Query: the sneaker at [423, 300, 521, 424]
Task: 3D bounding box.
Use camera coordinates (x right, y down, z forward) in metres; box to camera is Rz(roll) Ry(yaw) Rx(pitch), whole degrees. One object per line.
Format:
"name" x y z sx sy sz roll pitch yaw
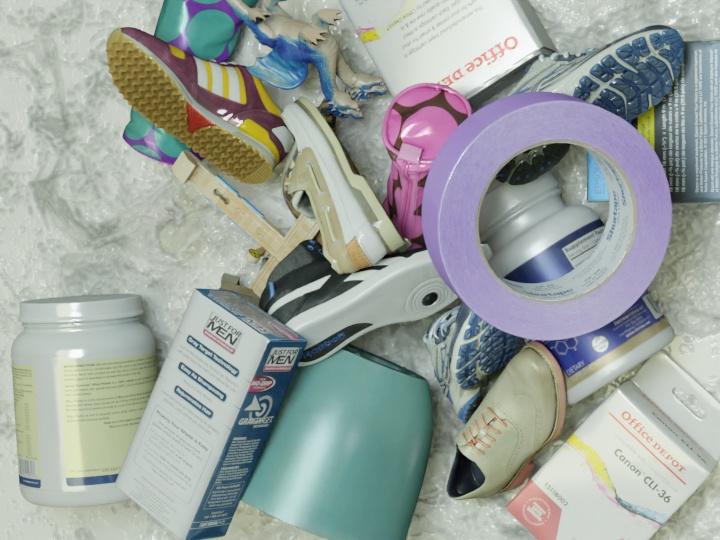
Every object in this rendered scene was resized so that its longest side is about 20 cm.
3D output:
"sneaker" 0.092 0.067 1.464 0.077 0.200 0.085 -31 63 -20

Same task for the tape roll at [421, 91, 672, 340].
"tape roll" 0.154 -0.046 1.330 0.200 0.066 0.201 -2 103 -11

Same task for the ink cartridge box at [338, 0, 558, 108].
"ink cartridge box" 0.071 -0.249 1.492 0.145 0.084 0.200 -31 83 18

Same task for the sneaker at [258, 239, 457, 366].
"sneaker" 0.000 0.000 1.456 0.200 0.073 0.112 -23 46 -8

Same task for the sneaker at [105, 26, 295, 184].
"sneaker" -0.149 -0.171 1.515 0.200 0.090 0.075 41 140 -13

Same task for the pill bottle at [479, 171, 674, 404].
"pill bottle" 0.184 0.009 1.452 0.120 0.120 0.200 -35 82 18

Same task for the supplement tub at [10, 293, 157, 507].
"supplement tub" -0.276 0.128 1.605 0.145 0.145 0.201 -2 93 19

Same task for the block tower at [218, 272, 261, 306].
"block tower" -0.140 0.097 1.540 0.058 0.200 0.054 15 141 5

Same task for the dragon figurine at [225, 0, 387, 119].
"dragon figurine" -0.070 -0.210 1.502 0.200 0.059 0.100 23 143 11

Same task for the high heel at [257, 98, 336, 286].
"high heel" -0.009 -0.056 1.546 0.142 0.071 0.200 18 102 11

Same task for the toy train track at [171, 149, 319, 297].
"toy train track" -0.106 -0.041 1.531 0.200 0.033 0.115 42 116 9

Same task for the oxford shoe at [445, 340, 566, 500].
"oxford shoe" 0.130 0.147 1.454 0.071 0.074 0.200 47 141 31

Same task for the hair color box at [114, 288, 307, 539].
"hair color box" -0.132 0.127 1.406 0.100 0.060 0.200 32 106 32

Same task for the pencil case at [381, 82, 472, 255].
"pencil case" 0.055 -0.082 1.448 0.091 0.200 0.094 33 66 17

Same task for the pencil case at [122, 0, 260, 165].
"pencil case" -0.166 -0.205 1.577 0.092 0.085 0.200 17 102 -18

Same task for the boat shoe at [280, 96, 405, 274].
"boat shoe" -0.034 -0.080 1.444 0.068 0.075 0.200 -34 50 3

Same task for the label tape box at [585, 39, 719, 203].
"label tape box" 0.307 -0.132 1.427 0.200 0.063 0.145 1 94 26

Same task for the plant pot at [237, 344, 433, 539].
"plant pot" -0.022 0.153 1.500 0.200 0.201 0.161 22 90 16

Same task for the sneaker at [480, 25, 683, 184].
"sneaker" 0.185 -0.164 1.398 0.200 0.077 0.085 -30 43 7

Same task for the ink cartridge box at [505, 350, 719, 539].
"ink cartridge box" 0.245 0.183 1.469 0.116 0.067 0.200 43 106 12
